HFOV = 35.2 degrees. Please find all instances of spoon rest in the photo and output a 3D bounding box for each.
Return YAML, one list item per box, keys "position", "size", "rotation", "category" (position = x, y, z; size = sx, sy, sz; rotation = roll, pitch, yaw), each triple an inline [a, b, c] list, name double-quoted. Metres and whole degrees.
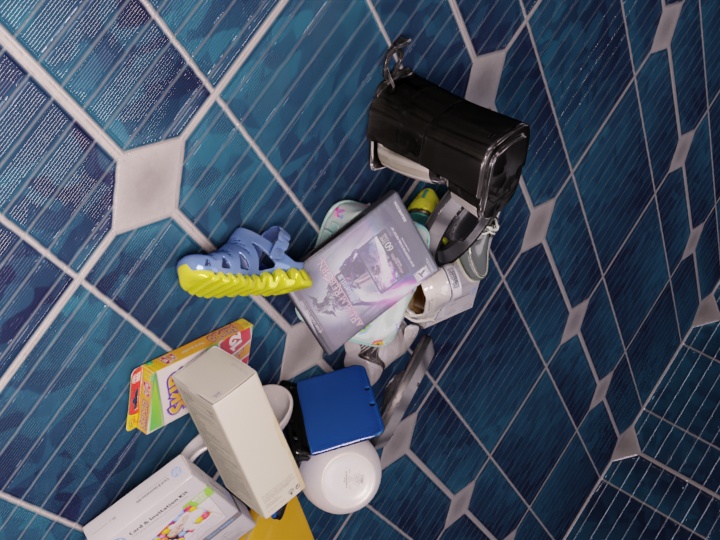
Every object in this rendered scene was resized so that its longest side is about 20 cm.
- position: [-0.176, 0.228, 1.552]
  size: [0.200, 0.099, 0.061]
  rotation: [-42, 129, -11]
  category: "spoon rest"

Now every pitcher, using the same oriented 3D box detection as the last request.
- position: [-0.041, 0.264, 1.688]
  size: [0.121, 0.200, 0.172]
  rotation: [-4, 95, -13]
  category: "pitcher"

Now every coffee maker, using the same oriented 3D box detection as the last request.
- position: [0.116, -0.184, 1.540]
  size: [0.135, 0.200, 0.192]
  rotation: [-51, 150, -20]
  category: "coffee maker"

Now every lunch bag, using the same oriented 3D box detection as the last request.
- position: [0.000, 0.000, 1.603]
  size: [0.160, 0.077, 0.200]
  rotation: [14, 101, -32]
  category: "lunch bag"

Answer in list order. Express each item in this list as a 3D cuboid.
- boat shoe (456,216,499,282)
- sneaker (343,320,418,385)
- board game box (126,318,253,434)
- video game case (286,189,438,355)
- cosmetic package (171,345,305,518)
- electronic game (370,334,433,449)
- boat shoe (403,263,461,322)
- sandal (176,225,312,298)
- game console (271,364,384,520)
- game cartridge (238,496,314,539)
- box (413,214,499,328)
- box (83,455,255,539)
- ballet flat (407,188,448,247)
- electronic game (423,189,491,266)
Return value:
- position: [0.188, -0.079, 1.818]
  size: [0.073, 0.062, 0.201]
  rotation: [-14, 101, -51]
  category: "boat shoe"
- position: [0.034, 0.083, 1.776]
  size: [0.115, 0.075, 0.200]
  rotation: [-39, 148, -39]
  category: "sneaker"
- position: [-0.218, 0.137, 1.460]
  size: [0.200, 0.030, 0.096]
  rotation: [-23, 133, -46]
  category: "board game box"
- position: [0.000, 0.004, 1.547]
  size: [0.200, 0.019, 0.143]
  rotation: [-38, 122, -12]
  category: "video game case"
- position: [-0.152, 0.205, 1.432]
  size: [0.073, 0.103, 0.200]
  rotation: [-35, 127, -25]
  category: "cosmetic package"
- position: [0.059, 0.190, 1.765]
  size: [0.200, 0.042, 0.200]
  rotation: [-62, 176, -7]
  category: "electronic game"
- position: [0.087, 0.045, 1.712]
  size: [0.086, 0.075, 0.202]
  rotation: [-17, 173, -13]
  category: "boat shoe"
- position: [-0.148, -0.012, 1.410]
  size: [0.200, 0.079, 0.087]
  rotation: [-1, 78, -51]
  category: "sandal"
- position: [-0.059, 0.239, 1.606]
  size: [0.200, 0.118, 0.171]
  rotation: [-110, -145, -66]
  category: "game console"
- position: [-0.134, 0.424, 1.687]
  size: [0.200, 0.032, 0.177]
  rotation: [-62, 142, -50]
  category: "game cartridge"
- position: [0.161, -0.013, 1.930]
  size: [0.156, 0.041, 0.200]
  rotation: [-20, 130, -50]
  category: "box"
- position: [-0.247, 0.337, 1.498]
  size: [0.156, 0.041, 0.200]
  rotation: [-36, 143, -3]
  category: "box"
- position: [0.114, -0.053, 1.803]
  size: [0.200, 0.067, 0.067]
  rotation: [76, 26, -49]
  category: "ballet flat"
- position: [0.150, -0.082, 1.703]
  size: [0.200, 0.042, 0.200]
  rotation: [-43, 158, -23]
  category: "electronic game"
